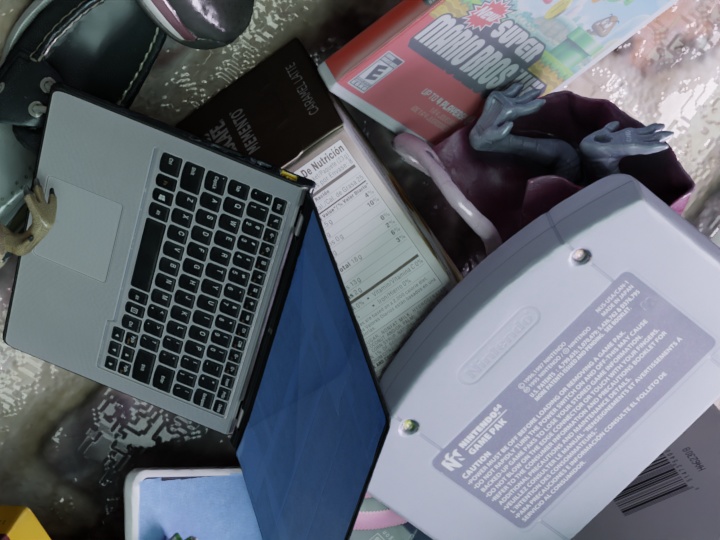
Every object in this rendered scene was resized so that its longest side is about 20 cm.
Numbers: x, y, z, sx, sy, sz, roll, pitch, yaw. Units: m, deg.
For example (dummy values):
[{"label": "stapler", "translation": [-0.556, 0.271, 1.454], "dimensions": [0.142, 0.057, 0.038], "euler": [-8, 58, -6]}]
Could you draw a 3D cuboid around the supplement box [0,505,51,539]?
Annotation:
[{"label": "supplement box", "translation": [-0.213, 0.255, 1.331], "dimensions": [0.200, 0.132, 0.198], "euler": [-55, 128, -37]}]

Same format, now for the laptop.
[{"label": "laptop", "translation": [-0.082, 0.047, 1.239], "dimensions": [0.199, 0.116, 0.188], "euler": [22, 137, 2]}]

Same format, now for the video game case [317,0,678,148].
[{"label": "video game case", "translation": [0.090, -0.130, 1.299], "dimensions": [0.200, 0.017, 0.143], "euler": [-37, 153, 14]}]

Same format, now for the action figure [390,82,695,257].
[{"label": "action figure", "translation": [0.108, 0.012, 1.356], "dimensions": [0.148, 0.134, 0.201], "euler": [-20, 132, -18]}]

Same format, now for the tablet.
[{"label": "tablet", "translation": [-0.076, 0.202, 1.389], "dimensions": [0.130, 0.014, 0.201], "euler": [4, 85, -51]}]

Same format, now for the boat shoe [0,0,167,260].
[{"label": "boat shoe", "translation": [-0.156, -0.063, 1.295], "dimensions": [0.075, 0.060, 0.200], "euler": [33, 102, -28]}]

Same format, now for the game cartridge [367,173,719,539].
[{"label": "game cartridge", "translation": [0.093, 0.051, 1.296], "dimensions": [0.133, 0.041, 0.200], "euler": [36, 108, -31]}]

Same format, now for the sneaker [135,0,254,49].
[{"label": "sneaker", "translation": [-0.061, -0.191, 1.225], "dimensions": [0.115, 0.076, 0.201], "euler": [1, 125, 32]}]

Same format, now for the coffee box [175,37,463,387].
[{"label": "coffee box", "translation": [0.000, 0.000, 1.341], "dimensions": [0.080, 0.114, 0.200], "euler": [-34, 118, 3]}]

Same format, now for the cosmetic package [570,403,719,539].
[{"label": "cosmetic package", "translation": [0.169, 0.191, 1.432], "dimensions": [0.122, 0.200, 0.201], "euler": [-22, 118, -6]}]

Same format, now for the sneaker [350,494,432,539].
[{"label": "sneaker", "translation": [-0.023, 0.112, 1.404], "dimensions": [0.082, 0.070, 0.200], "euler": [-48, 118, -10]}]

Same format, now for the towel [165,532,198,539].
[{"label": "towel", "translation": [-0.110, 0.247, 1.318], "dimensions": [0.200, 0.023, 0.153], "euler": [-47, 120, -37]}]

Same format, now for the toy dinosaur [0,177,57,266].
[{"label": "toy dinosaur", "translation": [-0.190, -0.006, 1.245], "dimensions": [0.101, 0.201, 0.058], "euler": [-27, 164, 35]}]
